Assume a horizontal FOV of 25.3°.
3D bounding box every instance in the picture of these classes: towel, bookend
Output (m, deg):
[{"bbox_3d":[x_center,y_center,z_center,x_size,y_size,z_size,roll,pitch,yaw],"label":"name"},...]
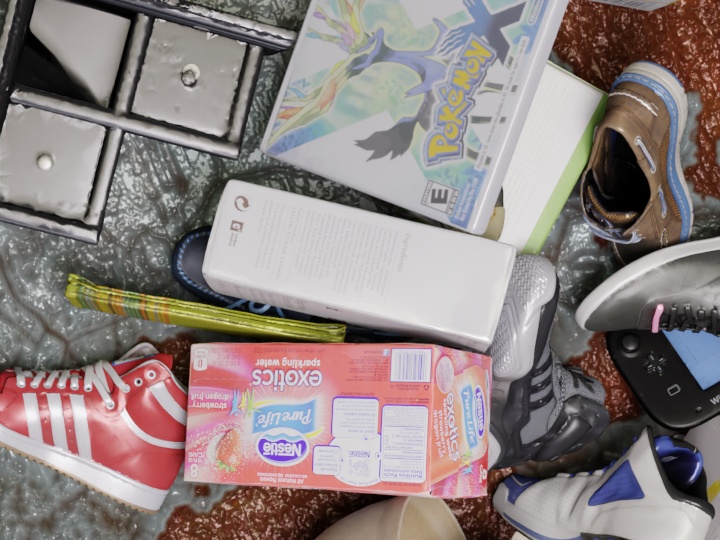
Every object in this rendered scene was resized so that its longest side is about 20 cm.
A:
[{"bbox_3d":[-0.111,0.032,1.153,0.199,0.086,0.018,11,83,-5],"label":"towel"},{"bbox_3d":[-0.169,-0.098,1.140,0.198,0.092,0.201,15,92,-12],"label":"bookend"}]

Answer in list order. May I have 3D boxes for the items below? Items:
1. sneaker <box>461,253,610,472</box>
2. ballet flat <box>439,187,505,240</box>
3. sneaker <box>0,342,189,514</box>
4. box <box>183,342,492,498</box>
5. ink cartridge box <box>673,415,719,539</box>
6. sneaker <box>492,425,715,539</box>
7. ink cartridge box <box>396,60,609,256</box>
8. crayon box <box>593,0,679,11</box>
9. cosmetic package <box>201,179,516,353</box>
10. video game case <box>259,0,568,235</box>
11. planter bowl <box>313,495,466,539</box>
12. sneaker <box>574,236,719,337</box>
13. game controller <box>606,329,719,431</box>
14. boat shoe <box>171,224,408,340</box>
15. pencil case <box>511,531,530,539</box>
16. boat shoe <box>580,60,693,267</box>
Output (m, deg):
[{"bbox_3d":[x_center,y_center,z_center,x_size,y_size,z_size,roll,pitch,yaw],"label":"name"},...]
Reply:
[{"bbox_3d":[0.136,0.071,1.199,0.113,0.076,0.200,1,127,-21],"label":"sneaker"},{"bbox_3d":[0.066,-0.112,1.120,0.066,0.057,0.201,-14,92,-37],"label":"ballet flat"},{"bbox_3d":[-0.209,0.085,1.157,0.200,0.071,0.113,29,92,-19],"label":"sneaker"},{"bbox_3d":[-0.016,0.105,1.123,0.199,0.095,0.103,-2,81,30],"label":"box"},{"bbox_3d":[0.296,0.210,1.208,0.128,0.200,0.125,28,106,-11],"label":"ink cartridge box"},{"bbox_3d":[0.196,0.170,1.182,0.080,0.199,0.115,33,81,-30],"label":"sneaker"},{"bbox_3d":[0.065,-0.108,1.194,0.200,0.076,0.148,28,89,-6],"label":"ink cartridge box"},{"bbox_3d":[0.191,-0.231,1.143,0.125,0.200,0.052,8,91,-11],"label":"crayon box"},{"bbox_3d":[0.000,0.000,1.099,0.199,0.102,0.074,14,83,4],"label":"cosmetic package"},{"bbox_3d":[0.038,-0.147,1.092,0.182,0.022,0.201,22,96,28],"label":"video game case"},{"bbox_3d":[0.005,0.269,1.165,0.134,0.200,0.201,-15,98,18],"label":"planter bowl"},{"bbox_3d":[0.266,0.033,1.198,0.199,0.071,0.099,-15,62,-6],"label":"sneaker"},{"bbox_3d":[0.295,0.045,1.248,0.200,0.042,0.104,-29,58,-7],"label":"game controller"},{"bbox_3d":[-0.039,0.003,1.183,0.199,0.069,0.084,8,93,-9],"label":"boat shoe"},{"bbox_3d":[0.150,0.262,1.191,0.090,0.078,0.200,-53,138,5],"label":"pencil case"},{"bbox_3d":[0.195,-0.060,1.179,0.072,0.072,0.200,-46,143,-27],"label":"boat shoe"}]
